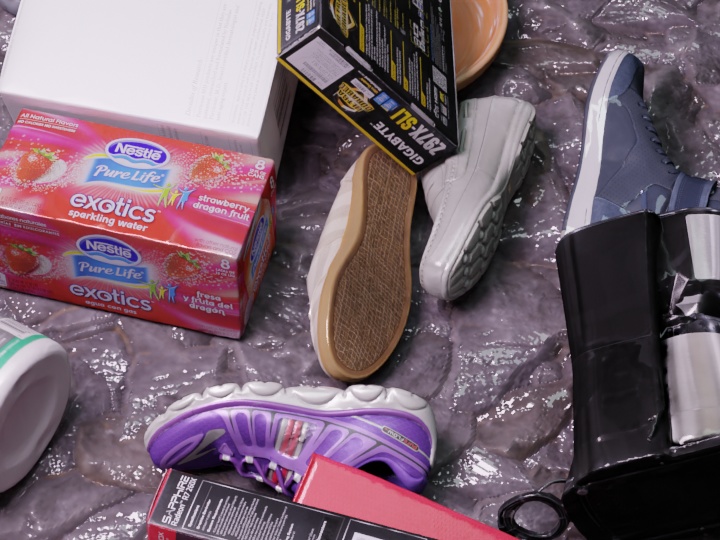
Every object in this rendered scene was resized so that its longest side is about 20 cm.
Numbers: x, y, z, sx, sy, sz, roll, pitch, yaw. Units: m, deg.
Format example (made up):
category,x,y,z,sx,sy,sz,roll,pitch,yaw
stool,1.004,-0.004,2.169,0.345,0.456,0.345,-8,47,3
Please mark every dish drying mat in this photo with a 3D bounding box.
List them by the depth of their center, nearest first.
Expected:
category,x,y,z,sx,sy,sz,roll,pitch,yaw
dish drying mat,0.046,0.191,1.380,0.199,0.018,0.077,24,70,3

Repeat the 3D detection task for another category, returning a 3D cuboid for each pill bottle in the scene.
category,x,y,z,sx,sy,sz,roll,pitch,yaw
pill bottle,-0.306,0.061,1.443,0.199,0.114,0.113,25,55,18

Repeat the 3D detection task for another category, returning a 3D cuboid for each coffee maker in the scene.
category,x,y,z,sx,sy,sz,roll,pitch,yaw
coffee maker,0.183,0.069,1.430,0.190,0.135,0.201,-1,52,0

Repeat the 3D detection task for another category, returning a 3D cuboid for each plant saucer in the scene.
category,x,y,z,sx,sy,sz,roll,pitch,yaw
plant saucer,0.019,-0.201,1.708,0.198,0.038,0.201,1,52,-1

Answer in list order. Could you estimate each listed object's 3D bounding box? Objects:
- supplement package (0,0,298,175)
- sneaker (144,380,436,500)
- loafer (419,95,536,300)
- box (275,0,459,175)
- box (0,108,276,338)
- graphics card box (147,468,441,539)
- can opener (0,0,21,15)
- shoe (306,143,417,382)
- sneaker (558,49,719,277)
category,x,y,z,sx,sy,sz,roll,pitch,yaw
supplement package,-0.154,-0.146,1.591,0.198,0.117,0.118,10,73,6
sneaker,-0.048,0.122,1.427,0.198,0.081,0.084,-1,67,4
loafer,0.076,-0.056,1.577,0.069,0.070,0.201,12,44,15
box,0.005,-0.192,1.578,0.049,0.159,0.201,-31,41,29
box,-0.167,-0.035,1.533,0.198,0.096,0.100,12,51,9
graphics card box,-0.035,0.203,1.327,0.198,0.126,0.051,13,45,8
can opener,-0.212,-0.275,1.752,0.067,0.054,0.200,32,58,23
shoe,0.000,0.000,1.544,0.070,0.053,0.201,28,53,-21
sneaker,0.233,-0.073,1.574,0.145,0.077,0.204,4,60,16
